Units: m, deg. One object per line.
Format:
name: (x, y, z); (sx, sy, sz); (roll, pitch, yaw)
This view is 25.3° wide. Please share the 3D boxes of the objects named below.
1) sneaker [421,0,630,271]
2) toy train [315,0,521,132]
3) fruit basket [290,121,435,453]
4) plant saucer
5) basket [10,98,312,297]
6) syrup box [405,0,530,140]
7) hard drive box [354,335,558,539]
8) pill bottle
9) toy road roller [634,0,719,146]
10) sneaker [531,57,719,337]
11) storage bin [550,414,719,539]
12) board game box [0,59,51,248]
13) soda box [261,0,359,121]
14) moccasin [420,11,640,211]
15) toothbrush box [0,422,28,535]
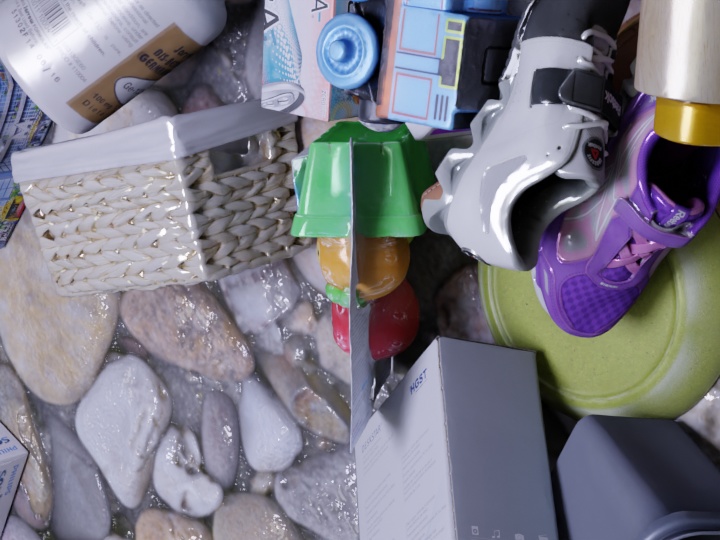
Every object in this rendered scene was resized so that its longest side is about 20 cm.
sneaker: (0.120, -0.089, 0.917); (0.088, 0.074, 0.200); (38, 107, 41)
toy train: (0.043, -0.179, 0.961); (0.114, 0.087, 0.201); (14, 103, 33)
fruit basket: (0.000, 0.000, 1.092); (0.093, 0.185, 0.201); (7, 105, 8)
plant saucer: (0.151, 0.012, 1.055); (0.200, 0.031, 0.201); (12, 109, 39)
basket: (-0.149, -0.054, 1.230); (0.200, 0.135, 0.124); (-7, 98, 43)
syrup box: (0.096, -0.173, 1.022); (0.200, 0.081, 0.079); (-45, 68, 38)
hard drive box: (0.060, 0.169, 1.058); (0.156, 0.077, 0.201); (125, 148, -51)
pill bottle: (-0.162, -0.200, 1.178); (0.200, 0.114, 0.115); (-35, 76, 10)
toy road roller: (0.228, -0.138, 0.853); (0.146, 0.199, 0.123); (-132, 43, -69)
sneaker: (0.164, -0.036, 0.940); (0.089, 0.080, 0.200); (-104, 33, -55)
storage bin: (0.177, 0.192, 1.022); (0.200, 0.145, 0.134); (-67, 31, 30)
board game box: (-0.365, -0.091, 1.363); (0.062, 0.200, 0.200); (50, 128, 21)
soda box: (-0.023, -0.210, 1.128); (0.068, 0.063, 0.201); (16, 110, 37)
moccasin: (0.120, -0.092, 1.002); (0.201, 0.074, 0.078); (-39, 57, 22)
toothbrush box: (-0.428, 0.179, 1.564); (0.200, 0.085, 0.147); (41, 124, 25)
